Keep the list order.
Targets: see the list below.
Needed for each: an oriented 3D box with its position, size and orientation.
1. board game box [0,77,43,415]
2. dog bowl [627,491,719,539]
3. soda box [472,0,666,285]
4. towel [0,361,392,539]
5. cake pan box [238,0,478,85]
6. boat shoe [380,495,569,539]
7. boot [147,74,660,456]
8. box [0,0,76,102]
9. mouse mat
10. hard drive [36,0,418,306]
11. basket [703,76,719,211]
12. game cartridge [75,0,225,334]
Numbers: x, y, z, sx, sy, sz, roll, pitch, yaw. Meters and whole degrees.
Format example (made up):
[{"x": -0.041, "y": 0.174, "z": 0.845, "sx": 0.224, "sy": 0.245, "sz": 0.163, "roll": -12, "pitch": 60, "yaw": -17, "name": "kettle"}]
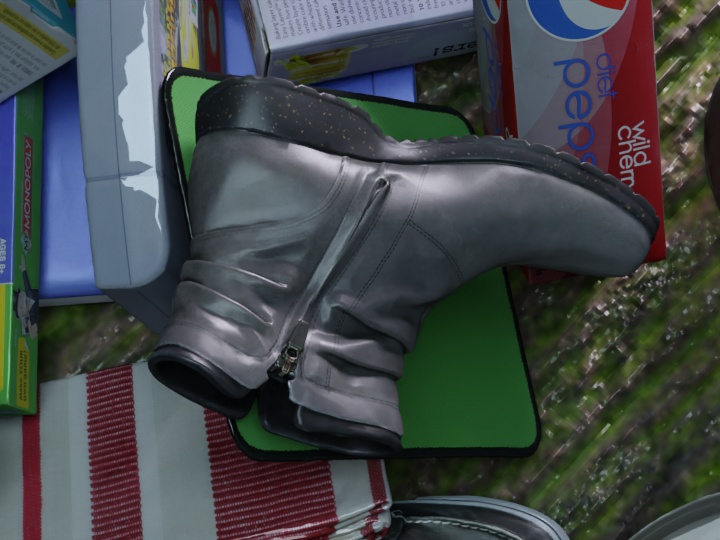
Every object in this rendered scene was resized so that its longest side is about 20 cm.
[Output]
[{"x": -0.205, "y": -0.034, "z": 1.158, "sx": 0.134, "sy": 0.029, "sz": 0.201, "roll": -5, "pitch": 76, "yaw": 20, "name": "board game box"}, {"x": 0.174, "y": 0.190, "z": 1.086, "sx": 0.199, "sy": 0.059, "sz": 0.201, "roll": -1, "pitch": 78, "yaw": 3, "name": "dog bowl"}, {"x": 0.084, "y": -0.100, "z": 1.095, "sx": 0.063, "sy": 0.070, "sz": 0.201, "roll": -11, "pitch": 117, "yaw": -8, "name": "soda box"}, {"x": -0.090, "y": 0.084, "z": 1.104, "sx": 0.199, "sy": 0.023, "sz": 0.144, "roll": -12, "pitch": 34, "yaw": 0, "name": "towel"}, {"x": 0.020, "y": -0.192, "z": 1.168, "sx": 0.183, "sy": 0.052, "sz": 0.201, "roll": -13, "pitch": 74, "yaw": -12, "name": "cake pan box"}, {"x": -0.009, "y": 0.131, "z": 1.104, "sx": 0.199, "sy": 0.071, "sz": 0.073, "roll": -6, "pitch": 77, "yaw": 2, "name": "boat shoe"}, {"x": 0.017, "y": 0.013, "z": 1.023, "sx": 0.199, "sy": 0.070, "sz": 0.132, "roll": 12, "pitch": 68, "yaw": -14, "name": "boot"}, {"x": -0.222, "y": -0.075, "z": 1.114, "sx": 0.199, "sy": 0.082, "sz": 0.049, "roll": -29, "pitch": 68, "yaw": 12, "name": "box"}, {"x": 0.000, "y": 0.000, "z": 1.089, "sx": 0.008, "sy": 0.199, "sz": 0.162, "roll": -23, "pitch": 73, "yaw": 38, "name": "mouse mat"}, {"x": -0.073, "y": -0.056, "z": 1.174, "sx": 0.199, "sy": 0.025, "sz": 0.133, "roll": -4, "pitch": 77, "yaw": 2, "name": "hard drive"}, {"x": 0.227, "y": -0.057, "z": 1.067, "sx": 0.180, "sy": 0.200, "sz": 0.136, "roll": 44, "pitch": 83, "yaw": 11, "name": "basket"}, {"x": -0.086, "y": -0.081, "z": 1.098, "sx": 0.041, "sy": 0.133, "sz": 0.201, "roll": -6, "pitch": 77, "yaw": 13, "name": "game cartridge"}]
